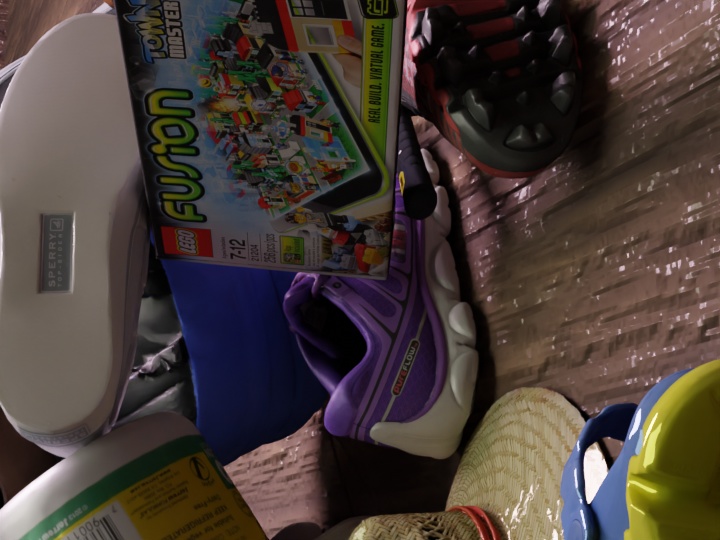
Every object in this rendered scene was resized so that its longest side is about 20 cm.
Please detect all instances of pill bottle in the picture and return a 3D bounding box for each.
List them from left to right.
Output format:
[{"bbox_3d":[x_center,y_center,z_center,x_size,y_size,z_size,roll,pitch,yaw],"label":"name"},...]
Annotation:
[{"bbox_3d":[-0.069,0.172,0.693,0.201,0.112,0.113,55,149,12],"label":"pill bottle"}]

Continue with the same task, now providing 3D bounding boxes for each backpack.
[{"bbox_3d":[-0.104,0.027,0.850,0.199,0.167,0.164,-23,87,51],"label":"backpack"}]

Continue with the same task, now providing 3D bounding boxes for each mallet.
[{"bbox_3d":[0.013,-0.100,0.788,0.201,0.041,0.066,-108,19,-57],"label":"mallet"}]

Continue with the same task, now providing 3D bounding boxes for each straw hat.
[{"bbox_3d":[0.029,0.145,0.642,0.201,0.084,0.203,-176,90,-72],"label":"straw hat"}]

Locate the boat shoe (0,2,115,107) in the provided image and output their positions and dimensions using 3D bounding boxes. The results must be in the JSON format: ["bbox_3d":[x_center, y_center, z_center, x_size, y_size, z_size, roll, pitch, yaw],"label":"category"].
[{"bbox_3d":[-0.152,-0.095,0.868,0.200,0.072,0.071,-47,24,-9],"label":"boat shoe"}]

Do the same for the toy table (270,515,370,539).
[{"bbox_3d":[-0.059,0.204,0.837,0.201,0.116,0.185,-103,25,-42],"label":"toy table"}]

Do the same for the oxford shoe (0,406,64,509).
[{"bbox_3d":[-0.166,0.137,0.784,0.072,0.084,0.202,4,122,38],"label":"oxford shoe"}]

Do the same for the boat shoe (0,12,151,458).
[{"bbox_3d":[-0.122,-0.015,0.715,0.069,0.071,0.202,94,172,-68],"label":"boat shoe"}]

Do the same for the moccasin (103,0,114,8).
[{"bbox_3d":[-0.055,-0.196,0.827,0.074,0.199,0.078,-71,-33,-50],"label":"moccasin"}]

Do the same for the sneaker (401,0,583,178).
[{"bbox_3d":[0.039,-0.096,0.697,0.099,0.070,0.201,95,158,-43],"label":"sneaker"}]

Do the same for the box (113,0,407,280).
[{"bbox_3d":[-0.037,-0.066,0.652,0.201,0.109,0.035,91,-176,-58],"label":"box"}]

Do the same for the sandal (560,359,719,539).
[{"bbox_3d":[0.090,0.121,0.498,0.087,0.079,0.202,-155,79,-74],"label":"sandal"}]

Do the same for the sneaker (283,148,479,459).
[{"bbox_3d":[0.000,0.000,0.764,0.201,0.083,0.081,-104,27,-48],"label":"sneaker"}]
